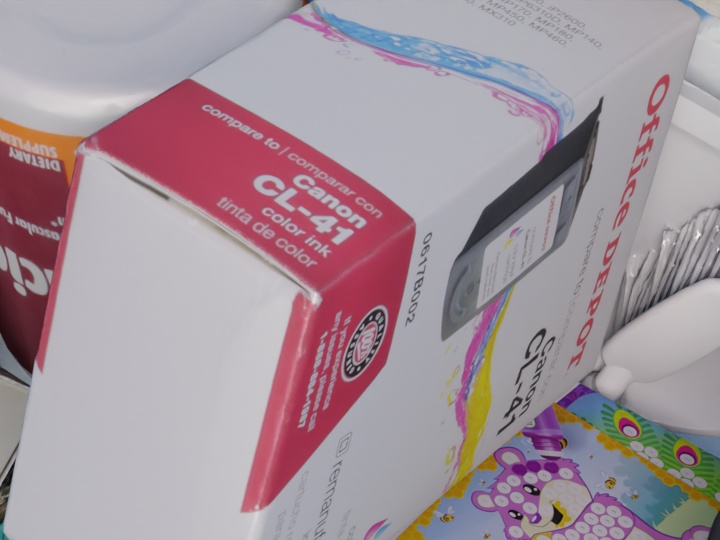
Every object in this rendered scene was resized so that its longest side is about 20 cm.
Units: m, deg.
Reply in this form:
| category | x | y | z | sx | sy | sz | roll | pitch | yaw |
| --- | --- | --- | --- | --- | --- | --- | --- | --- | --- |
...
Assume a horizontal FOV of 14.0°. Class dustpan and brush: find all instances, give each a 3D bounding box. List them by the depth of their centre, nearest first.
| category | x | y | z | sx | sy | sz | roll | pitch | yaw |
| --- | --- | --- | --- | --- | --- | --- | --- | --- | --- |
| dustpan and brush | 0.094 | 0.025 | 0.973 | 0.139 | 0.057 | 0.200 | 29 | 149 | -12 |

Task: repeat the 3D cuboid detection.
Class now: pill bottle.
| category | x | y | z | sx | sy | sz | roll | pitch | yaw |
| --- | --- | --- | --- | --- | --- | --- | --- | --- | --- |
| pill bottle | -0.067 | -0.024 | 0.928 | 0.114 | 0.114 | 0.200 | 7 | 140 | 11 |

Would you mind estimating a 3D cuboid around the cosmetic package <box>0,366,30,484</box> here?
| category | x | y | z | sx | sy | sz | roll | pitch | yaw |
| --- | --- | --- | --- | --- | --- | --- | --- | --- | --- |
| cosmetic package | -0.215 | 0.023 | 0.944 | 0.200 | 0.087 | 0.103 | 30 | -179 | 27 |

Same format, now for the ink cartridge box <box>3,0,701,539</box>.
| category | x | y | z | sx | sy | sz | roll | pitch | yaw |
| --- | --- | --- | --- | --- | --- | --- | --- | --- | --- |
| ink cartridge box | 0.000 | 0.000 | 0.837 | 0.086 | 0.200 | 0.148 | 32 | 131 | 22 |

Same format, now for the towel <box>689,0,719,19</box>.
| category | x | y | z | sx | sy | sz | roll | pitch | yaw |
| --- | --- | --- | --- | --- | --- | --- | --- | --- | --- |
| towel | 0.159 | -0.092 | 0.800 | 0.200 | 0.035 | 0.133 | 30 | 151 | 1 |

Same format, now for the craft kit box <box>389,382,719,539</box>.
| category | x | y | z | sx | sy | sz | roll | pitch | yaw |
| --- | --- | --- | --- | --- | --- | --- | --- | --- | --- |
| craft kit box | 0.048 | 0.106 | 0.897 | 0.197 | 0.200 | 0.049 | 26 | 125 | 10 |

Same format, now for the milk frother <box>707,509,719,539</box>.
| category | x | y | z | sx | sy | sz | roll | pitch | yaw |
| --- | --- | --- | --- | --- | --- | --- | --- | --- | --- |
| milk frother | 0.217 | 0.088 | 0.792 | 0.200 | 0.181 | 0.188 | 20 | 153 | 43 |

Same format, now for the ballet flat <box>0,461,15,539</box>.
| category | x | y | z | sx | sy | sz | roll | pitch | yaw |
| --- | --- | --- | --- | --- | --- | --- | --- | --- | --- |
| ballet flat | -0.103 | 0.087 | 1.084 | 0.068 | 0.075 | 0.200 | 5 | 154 | -5 |
